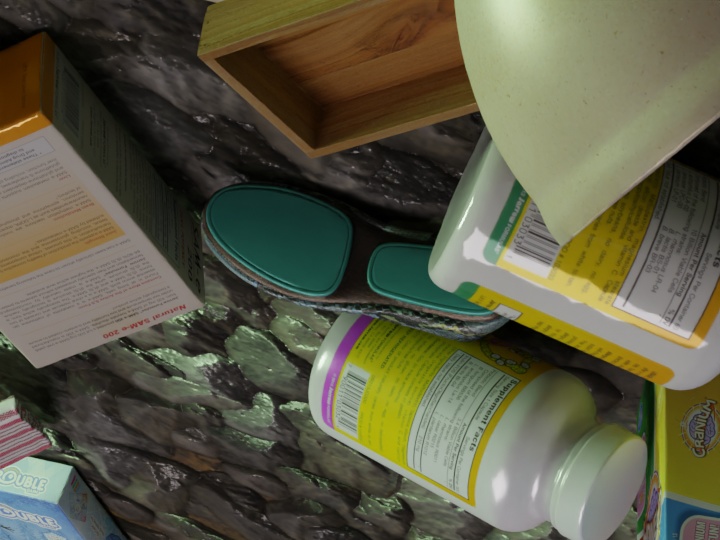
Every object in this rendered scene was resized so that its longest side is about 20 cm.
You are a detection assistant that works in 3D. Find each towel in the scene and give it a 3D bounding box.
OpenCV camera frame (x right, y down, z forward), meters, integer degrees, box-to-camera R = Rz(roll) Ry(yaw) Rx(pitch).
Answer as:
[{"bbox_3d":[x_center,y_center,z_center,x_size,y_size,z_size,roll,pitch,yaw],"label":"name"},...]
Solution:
[{"bbox_3d":[-0.328,0.145,1.566,0.200,0.146,0.030,96,149,-78],"label":"towel"}]

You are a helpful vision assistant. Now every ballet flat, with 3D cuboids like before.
[{"bbox_3d":[0.000,0.000,1.192,0.200,0.074,0.074,19,152,12],"label":"ballet flat"}]

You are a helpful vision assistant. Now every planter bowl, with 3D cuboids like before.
[{"bbox_3d":[0.116,-0.124,0.787,0.135,0.200,0.200,51,150,3],"label":"planter bowl"}]

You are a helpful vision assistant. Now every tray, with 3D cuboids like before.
[{"bbox_3d":[0.030,-0.116,0.953,0.200,0.037,0.099,-13,143,34],"label":"tray"}]

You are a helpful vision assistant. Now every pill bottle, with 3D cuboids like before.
[{"bbox_3d":[0.146,-0.005,1.026,0.200,0.113,0.113,23,152,-3],"label":"pill bottle"},{"bbox_3d":[0.073,0.093,1.206,0.200,0.104,0.104,27,157,30],"label":"pill bottle"}]

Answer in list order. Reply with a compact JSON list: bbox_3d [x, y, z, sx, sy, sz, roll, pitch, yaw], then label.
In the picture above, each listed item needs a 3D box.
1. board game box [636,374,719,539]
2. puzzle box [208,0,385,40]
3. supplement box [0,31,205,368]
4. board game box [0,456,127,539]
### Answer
[{"bbox_3d":[0.190,0.142,1.157,0.040,0.200,0.153,3,149,3],"label":"board game box"},{"bbox_3d":[-0.051,-0.191,0.931,0.133,0.025,0.200,14,151,14],"label":"puzzle box"},{"bbox_3d":[-0.195,-0.039,1.203,0.126,0.074,0.200,-20,137,14],"label":"supplement box"},{"bbox_3d":[-0.325,0.228,1.836,0.200,0.043,0.199,9,148,23],"label":"board game box"}]
